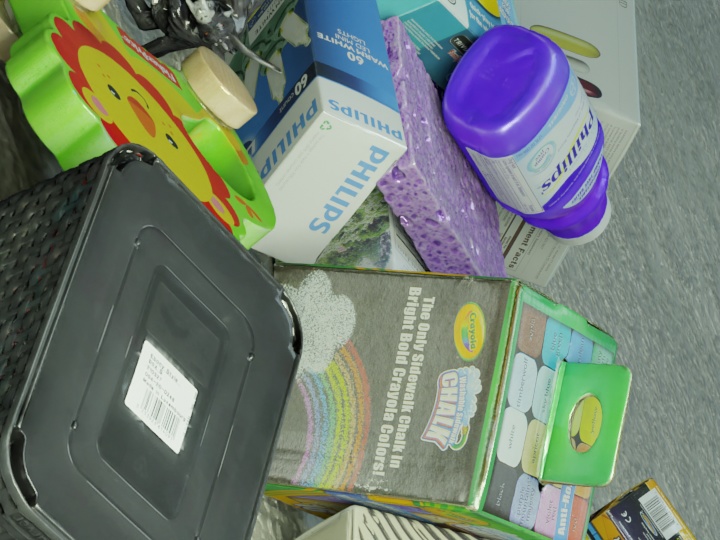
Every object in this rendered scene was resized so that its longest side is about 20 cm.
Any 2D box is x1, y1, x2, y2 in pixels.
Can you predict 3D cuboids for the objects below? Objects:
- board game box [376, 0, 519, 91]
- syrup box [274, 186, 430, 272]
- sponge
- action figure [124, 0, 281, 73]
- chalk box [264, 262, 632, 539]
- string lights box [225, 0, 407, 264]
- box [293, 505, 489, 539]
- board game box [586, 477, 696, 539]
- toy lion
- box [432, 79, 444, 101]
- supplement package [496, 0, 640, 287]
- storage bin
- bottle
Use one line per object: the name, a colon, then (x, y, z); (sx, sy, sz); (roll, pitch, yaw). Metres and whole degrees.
board game box: (0.042, -0.215, 1.679); (0.151, 0.047, 0.200); (36, 37, -58)
syrup box: (0.000, 0.000, 1.613); (0.081, 0.079, 0.200); (51, 26, -46)
sponge: (0.047, -0.049, 1.612); (0.200, 0.030, 0.112); (56, 22, -51)
action figure: (-0.111, -0.187, 1.454); (0.200, 0.119, 0.102); (62, 13, 1)
chalk box: (0.054, 0.075, 1.409); (0.124, 0.200, 0.125); (30, 70, -56)
string lights box: (-0.035, -0.105, 1.534); (0.059, 0.103, 0.200); (24, 33, -25)
box: (0.060, 0.187, 1.427); (0.200, 0.082, 0.068); (17, 60, -27)
board game box: (0.169, 0.248, 1.614); (0.057, 0.165, 0.200); (-28, 81, -46)
toy lion: (-0.105, -0.065, 1.313); (0.200, 0.069, 0.192); (38, 18, -48)
box: (-0.009, -0.185, 1.744); (0.184, 0.105, 0.200); (61, 20, -26)
supplement package: (0.115, -0.120, 1.890); (0.111, 0.156, 0.200); (19, 36, -12)
storage bin: (-0.114, 0.063, 1.134); (0.135, 0.094, 0.200); (47, 38, -30)
bottle: (0.111, -0.075, 1.669); (0.084, 0.065, 0.200); (-56, 152, -11)
